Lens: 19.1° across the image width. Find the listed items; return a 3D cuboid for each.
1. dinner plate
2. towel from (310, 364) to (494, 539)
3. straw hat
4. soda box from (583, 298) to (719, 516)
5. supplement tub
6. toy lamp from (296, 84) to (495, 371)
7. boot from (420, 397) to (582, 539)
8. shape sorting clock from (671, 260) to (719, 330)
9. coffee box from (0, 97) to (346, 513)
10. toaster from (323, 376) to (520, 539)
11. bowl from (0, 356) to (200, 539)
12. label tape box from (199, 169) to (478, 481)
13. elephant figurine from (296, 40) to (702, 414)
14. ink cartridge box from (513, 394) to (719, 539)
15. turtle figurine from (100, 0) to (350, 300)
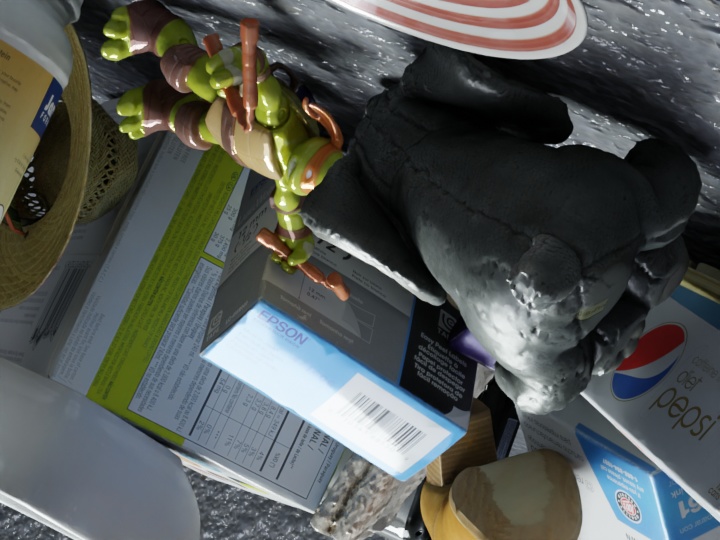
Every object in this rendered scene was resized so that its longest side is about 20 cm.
[{"bbox_3d":[-0.004,-0.136,0.797,0.199,0.024,0.200,23,171,4],"label":"dinner plate"},{"bbox_3d":[0.043,0.086,1.342,0.034,0.201,0.132,33,-174,12],"label":"towel"},{"bbox_3d":[-0.179,-0.066,1.250,0.085,0.203,0.200,7,-176,-41],"label":"straw hat"},{"bbox_3d":[0.164,0.071,0.968,0.068,0.064,0.200,42,-179,-20],"label":"soda box"},{"bbox_3d":[-0.238,-0.088,1.120,0.144,0.201,0.144,24,171,4],"label":"supplement tub"},{"bbox_3d":[0.027,-0.016,1.162,0.200,0.058,0.058,43,169,-5],"label":"toy lamp"},{"bbox_3d":[0.082,0.167,1.186,0.070,0.145,0.201,-12,-160,-10],"label":"boot"},{"bbox_3d":[0.211,0.027,1.128,0.199,0.039,0.200,32,180,0],"label":"shape sorting clock"},{"bbox_3d":[-0.099,0.018,1.376,0.197,0.201,0.199,28,171,-21],"label":"coffee box"},{"bbox_3d":[0.043,0.107,1.507,0.118,0.201,0.181,19,179,20],"label":"toaster"},{"bbox_3d":[-0.196,0.106,1.269,0.199,0.075,0.200,19,168,34],"label":"bowl"},{"bbox_3d":[0.000,0.000,1.218,0.143,0.201,0.066,33,132,-18],"label":"label tape box"},{"bbox_3d":[0.042,-0.037,0.971,0.200,0.141,0.156,37,148,23],"label":"elephant figurine"},{"bbox_3d":[0.175,0.157,1.178,0.144,0.084,0.201,28,141,60],"label":"ink cartridge box"},{"bbox_3d":[-0.061,-0.082,1.076,0.161,0.064,0.201,32,157,34],"label":"turtle figurine"}]
